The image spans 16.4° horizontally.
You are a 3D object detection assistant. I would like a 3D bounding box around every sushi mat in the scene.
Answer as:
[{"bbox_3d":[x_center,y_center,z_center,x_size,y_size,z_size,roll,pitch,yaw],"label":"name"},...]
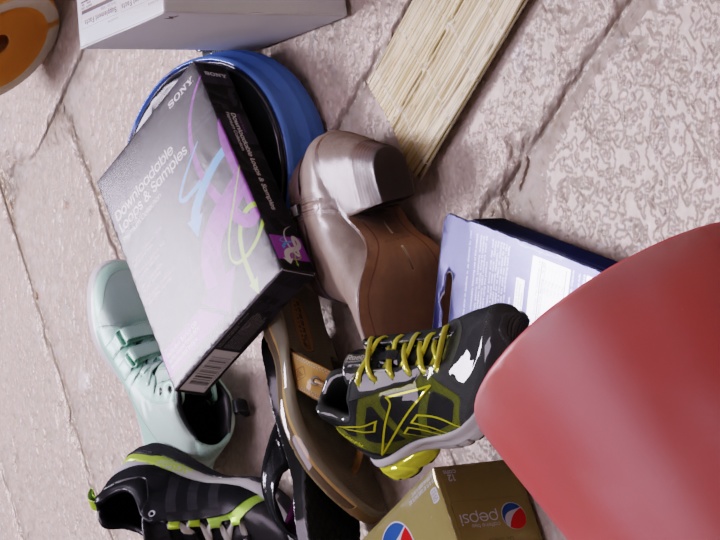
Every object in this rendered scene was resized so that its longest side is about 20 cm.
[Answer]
[{"bbox_3d":[0.061,-0.161,1.668,0.200,0.012,0.096,-59,42,41],"label":"sushi mat"}]

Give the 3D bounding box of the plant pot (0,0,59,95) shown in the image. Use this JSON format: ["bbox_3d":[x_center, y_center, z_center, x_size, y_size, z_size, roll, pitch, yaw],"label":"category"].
[{"bbox_3d":[-0.369,-0.256,2.233,0.184,0.199,0.201,50,134,25],"label":"plant pot"}]

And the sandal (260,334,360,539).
[{"bbox_3d":[-0.043,0.138,1.799,0.048,0.075,0.202,-27,57,26],"label":"sandal"}]

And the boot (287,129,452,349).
[{"bbox_3d":[0.000,0.000,1.741,0.146,0.070,0.202,162,105,-65],"label":"boot"}]

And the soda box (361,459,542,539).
[{"bbox_3d":[0.040,0.201,1.671,0.200,0.067,0.064,-51,50,48],"label":"soda box"}]

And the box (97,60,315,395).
[{"bbox_3d":[-0.117,-0.032,1.822,0.143,0.036,0.201,-48,50,32],"label":"box"}]

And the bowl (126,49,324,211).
[{"bbox_3d":[-0.106,-0.066,1.880,0.200,0.039,0.202,-2,87,44],"label":"bowl"}]

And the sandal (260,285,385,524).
[{"bbox_3d":[-0.021,0.082,1.775,0.054,0.080,0.201,-28,64,26],"label":"sandal"}]

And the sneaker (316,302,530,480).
[{"bbox_3d":[0.035,0.072,1.575,0.200,0.084,0.075,-45,21,51],"label":"sneaker"}]

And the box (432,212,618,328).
[{"bbox_3d":[0.110,0.039,1.580,0.200,0.032,0.122,24,112,56],"label":"box"}]

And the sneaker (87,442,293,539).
[{"bbox_3d":[-0.124,0.195,1.888,0.199,0.083,0.072,15,131,40],"label":"sneaker"}]

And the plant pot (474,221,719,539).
[{"bbox_3d":[0.185,0.102,1.327,0.178,0.199,0.201,60,140,23],"label":"plant pot"}]

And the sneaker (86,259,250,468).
[{"bbox_3d":[-0.150,0.066,1.974,0.202,0.073,0.118,67,151,14],"label":"sneaker"}]

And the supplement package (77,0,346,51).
[{"bbox_3d":[-0.116,-0.271,1.825,0.150,0.151,0.202,-11,83,59],"label":"supplement package"}]

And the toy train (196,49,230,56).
[{"bbox_3d":[-0.097,-0.095,1.922,0.046,0.034,0.202,-13,80,46],"label":"toy train"}]
